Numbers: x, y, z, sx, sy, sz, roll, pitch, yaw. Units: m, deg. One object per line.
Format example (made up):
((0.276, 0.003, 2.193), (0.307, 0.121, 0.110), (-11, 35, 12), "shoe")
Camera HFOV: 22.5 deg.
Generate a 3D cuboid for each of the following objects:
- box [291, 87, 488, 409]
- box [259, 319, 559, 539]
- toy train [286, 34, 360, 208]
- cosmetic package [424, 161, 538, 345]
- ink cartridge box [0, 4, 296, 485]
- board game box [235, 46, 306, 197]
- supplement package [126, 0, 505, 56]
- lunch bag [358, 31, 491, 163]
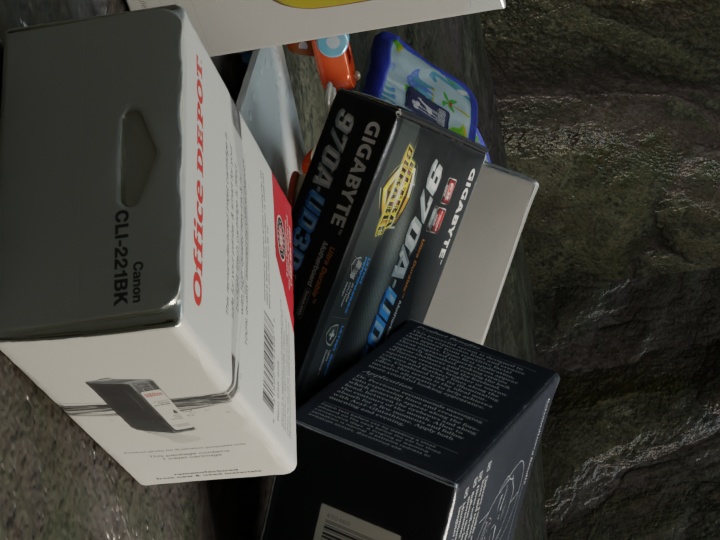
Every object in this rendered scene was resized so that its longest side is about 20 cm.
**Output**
((0.000, 0.000, 1.112), (0.159, 0.046, 0.202), (14, 97, -66), "box")
((0.026, 0.137, 1.070), (0.200, 0.106, 0.150), (-33, 139, -63), "box")
((-0.027, -0.103, 1.219), (0.201, 0.055, 0.151), (-87, 166, -61), "toy train")
((0.043, 0.011, 1.284), (0.090, 0.106, 0.202), (-139, -110, -84), "cosmetic package")
((-0.090, -0.004, 0.808), (0.200, 0.083, 0.146), (65, 21, -64), "ink cartridge box")
((-0.060, -0.042, 1.200), (0.201, 0.026, 0.202), (-82, 163, -60), "board game box")
((-0.033, -0.228, 0.968), (0.152, 0.198, 0.152), (72, 14, -47), "supplement package")
((0.049, -0.096, 1.651), (0.171, 0.126, 0.201), (-81, 149, -53), "lunch bag")
